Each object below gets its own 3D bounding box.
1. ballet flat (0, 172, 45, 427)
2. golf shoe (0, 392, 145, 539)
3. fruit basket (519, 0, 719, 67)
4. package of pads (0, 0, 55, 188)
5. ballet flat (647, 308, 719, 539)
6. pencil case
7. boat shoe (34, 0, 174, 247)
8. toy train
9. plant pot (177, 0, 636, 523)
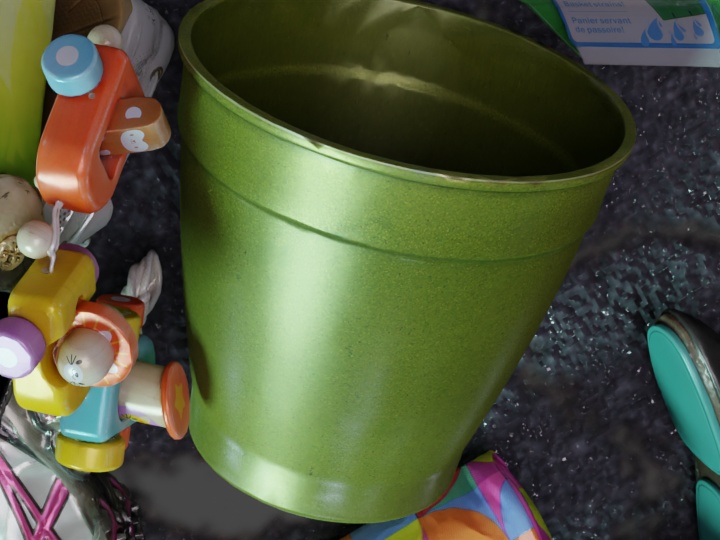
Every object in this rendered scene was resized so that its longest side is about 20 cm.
[{"bbox_3d":[-0.165,0.059,0.739,0.066,0.057,0.201,13,97,-45],"label":"ballet flat"},{"bbox_3d":[-0.153,0.123,0.876,0.091,0.073,0.201,-13,100,4],"label":"golf shoe"},{"bbox_3d":[0.107,-0.170,0.755,0.200,0.184,0.094,49,58,-43],"label":"fruit basket"},{"bbox_3d":[-0.214,-0.097,0.715,0.199,0.068,0.156,6,92,-48],"label":"package of pads"},{"bbox_3d":[0.198,0.095,0.937,0.068,0.068,0.201,-24,120,-13],"label":"ballet flat"},{"bbox_3d":[0.013,0.173,0.913,0.199,0.088,0.089,-29,110,1],"label":"pencil case"},{"bbox_3d":[-0.143,-0.033,0.827,0.069,0.071,0.201,22,102,-56],"label":"boat shoe"},{"bbox_3d":[-0.098,0.001,0.765,0.055,0.151,0.200,10,151,12],"label":"toy train"},{"bbox_3d":[0.000,0.000,0.813,0.199,0.201,0.194,8,117,-13],"label":"plant pot"}]
